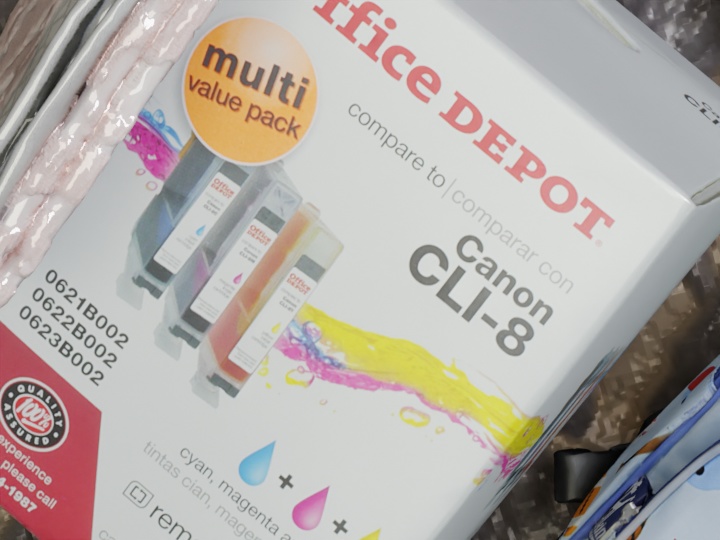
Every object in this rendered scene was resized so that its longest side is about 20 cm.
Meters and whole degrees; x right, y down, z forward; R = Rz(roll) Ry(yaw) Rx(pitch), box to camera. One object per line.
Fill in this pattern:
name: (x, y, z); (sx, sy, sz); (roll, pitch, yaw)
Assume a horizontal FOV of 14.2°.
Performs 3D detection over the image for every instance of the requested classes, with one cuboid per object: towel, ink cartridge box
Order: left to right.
towel: (-0.058, -0.096, 0.807); (0.032, 0.191, 0.200); (34, 101, -13)
ink cartridge box: (0.000, 0.000, 0.837); (0.145, 0.145, 0.200); (40, 108, 8)

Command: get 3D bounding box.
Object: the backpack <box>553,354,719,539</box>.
backpack: (0.159, 0.078, 0.793); (0.200, 0.154, 0.191); (41, 113, 7)
